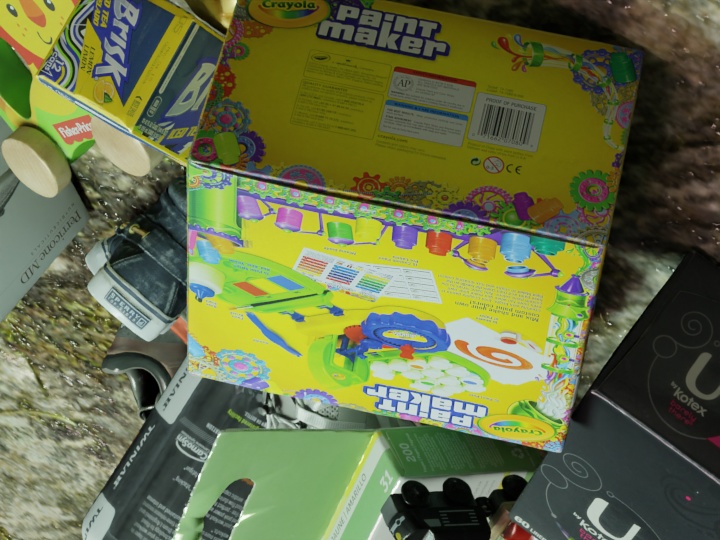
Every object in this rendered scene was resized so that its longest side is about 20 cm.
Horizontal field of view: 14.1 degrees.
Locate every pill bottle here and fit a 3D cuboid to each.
[{"bbox_3d":[-0.111,0.150,1.893,0.106,0.200,0.106,32,-175,-3],"label":"pill bottle"}]

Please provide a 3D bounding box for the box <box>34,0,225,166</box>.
[{"bbox_3d":[-0.095,-0.096,1.536,0.064,0.070,0.200,30,180,19],"label":"box"}]

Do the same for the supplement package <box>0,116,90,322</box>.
[{"bbox_3d":[-0.280,-0.075,1.860,0.117,0.117,0.200,20,150,34],"label":"supplement package"}]

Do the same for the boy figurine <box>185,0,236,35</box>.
[{"bbox_3d":[-0.063,-0.154,1.489,0.200,0.064,0.124,32,172,9],"label":"boy figurine"}]

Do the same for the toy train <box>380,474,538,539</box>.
[{"bbox_3d":[0.105,0.140,1.662,0.034,0.200,0.046,-61,41,43],"label":"toy train"}]

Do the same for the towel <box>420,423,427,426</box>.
[{"bbox_3d":[0.000,0.000,1.688,0.153,0.023,0.200,45,162,28],"label":"towel"}]

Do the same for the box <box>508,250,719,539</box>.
[{"bbox_3d":[0.173,0.098,1.559,0.122,0.106,0.200,35,155,7],"label":"box"}]

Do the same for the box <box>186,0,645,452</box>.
[{"bbox_3d":[0.023,-0.025,1.443,0.200,0.122,0.193,12,146,4],"label":"box"}]

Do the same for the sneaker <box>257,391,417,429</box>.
[{"bbox_3d":[-0.030,0.076,1.733,0.200,0.082,0.075,56,167,-17],"label":"sneaker"}]

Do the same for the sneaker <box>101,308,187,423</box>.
[{"bbox_3d":[-0.110,0.106,1.980,0.077,0.082,0.200,-2,134,54],"label":"sneaker"}]

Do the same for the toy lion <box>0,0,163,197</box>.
[{"bbox_3d":[-0.185,-0.143,1.695,0.192,0.069,0.200,54,152,-15],"label":"toy lion"}]

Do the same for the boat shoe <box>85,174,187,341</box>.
[{"bbox_3d":[-0.118,-0.012,1.819,0.071,0.091,0.200,42,-178,-8],"label":"boat shoe"}]

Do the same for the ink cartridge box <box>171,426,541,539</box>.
[{"bbox_3d":[-0.008,0.154,1.699,0.048,0.200,0.146,60,138,39],"label":"ink cartridge box"}]
